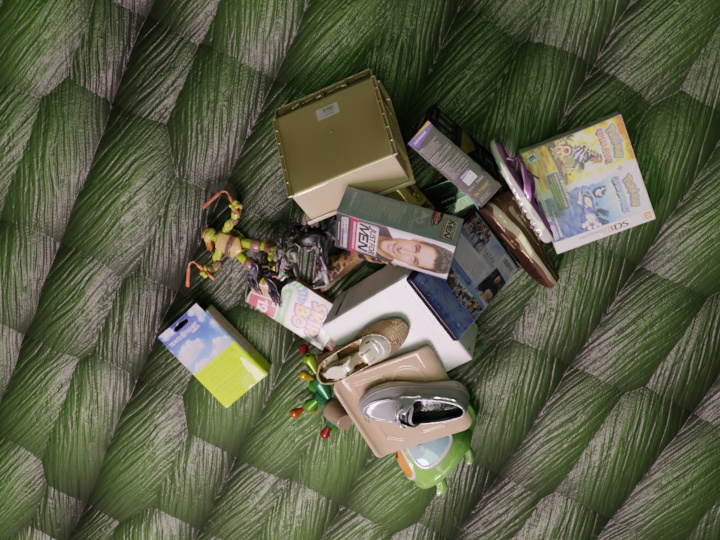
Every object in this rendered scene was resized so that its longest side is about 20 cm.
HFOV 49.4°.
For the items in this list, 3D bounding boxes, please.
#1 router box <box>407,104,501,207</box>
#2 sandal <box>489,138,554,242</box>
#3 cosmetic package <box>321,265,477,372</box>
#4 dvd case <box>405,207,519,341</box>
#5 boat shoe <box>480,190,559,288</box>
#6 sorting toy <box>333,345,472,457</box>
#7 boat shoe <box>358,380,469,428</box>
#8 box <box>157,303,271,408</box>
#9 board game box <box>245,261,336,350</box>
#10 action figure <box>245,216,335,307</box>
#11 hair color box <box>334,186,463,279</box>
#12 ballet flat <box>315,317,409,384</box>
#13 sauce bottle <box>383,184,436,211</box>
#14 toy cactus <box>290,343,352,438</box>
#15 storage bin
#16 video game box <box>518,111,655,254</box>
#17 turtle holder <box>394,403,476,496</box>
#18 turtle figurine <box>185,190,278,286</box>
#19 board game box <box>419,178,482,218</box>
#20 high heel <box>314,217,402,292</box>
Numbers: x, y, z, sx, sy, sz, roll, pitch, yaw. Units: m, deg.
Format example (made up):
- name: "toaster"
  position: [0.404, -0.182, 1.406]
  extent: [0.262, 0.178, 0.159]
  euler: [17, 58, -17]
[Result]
- name: "router box"
  position: [0.160, -0.197, 1.312]
  extent: [0.157, 0.200, 0.052]
  euler: [40, 110, -6]
- name: "sandal"
  position: [0.286, -0.144, 1.343]
  extent: [0.050, 0.082, 0.203]
  euler: [-29, 99, 16]
- name: "cosmetic package"
  position: [0.076, 0.102, 1.441]
  extent: [0.200, 0.123, 0.200]
  euler: [-31, 106, 27]
- name: "dvd case"
  position: [0.183, 0.005, 1.375]
  extent: [0.200, 0.018, 0.143]
  euler: [-46, 105, -26]
- name: "boat shoe"
  position: [0.305, -0.059, 1.410]
  extent: [0.075, 0.075, 0.202]
  euler: [-44, 109, -7]
- name: "sorting toy"
  position: [0.078, 0.239, 1.428]
  extent: [0.200, 0.036, 0.185]
  euler: [-25, 110, 19]
- name: "boat shoe"
  position: [0.089, 0.237, 1.364]
  extent: [0.200, 0.072, 0.070]
  euler: [-8, 114, 13]
- name: "box"
  position: [-0.291, 0.164, 1.565]
  extent: [0.122, 0.048, 0.200]
  euler: [-40, 99, 16]
- name: "board game box"
  position: [-0.117, 0.073, 1.527]
  extent: [0.200, 0.030, 0.096]
  euler: [32, 108, -7]
- name: "action figure"
  position: [-0.115, -0.019, 1.415]
  extent: [0.119, 0.200, 0.102]
  euler: [21, 137, 30]
- name: "hair color box"
  position: [0.061, -0.062, 1.295]
  extent: [0.199, 0.061, 0.099]
  euler: [16, 148, 7]
- name: "ballet flat"
  position: [0.000, 0.151, 1.379]
  extent: [0.200, 0.065, 0.071]
  euler: [-34, 105, 26]
- name: "sauce bottle"
  position: [0.095, -0.108, 1.392]
  extent: [0.066, 0.066, 0.200]
  euler: [-40, 99, 17]
- name: "toy cactus"
  position: [-0.072, 0.252, 1.509]
  extent: [0.102, 0.165, 0.201]
  euler: [-15, 116, -22]
- name: "storage bin"
  position: [-0.034, -0.215, 1.342]
  extent: [0.200, 0.094, 0.199]
  euler: [-21, 61, 13]
- name: "video game box"
  position: [0.399, -0.152, 1.381]
  extent: [0.182, 0.047, 0.200]
  euler: [-22, 104, 11]
- name: "turtle holder"
  position: [0.147, 0.327, 1.517]
  extent: [0.132, 0.141, 0.186]
  euler: [43, 110, -7]
- name: "turtle figurine"
  position: [-0.241, -0.037, 1.482]
  extent: [0.161, 0.064, 0.200]
  euler: [26, 99, 8]
- name: "board game box"
  position: [0.125, -0.084, 1.444]
  extent: [0.200, 0.028, 0.136]
  euler: [-22, 105, 12]
- name: "high heel"
  position: [0.000, 0.000, 1.431]
  extent: [0.200, 0.071, 0.143]
  euler: [27, 109, 38]
